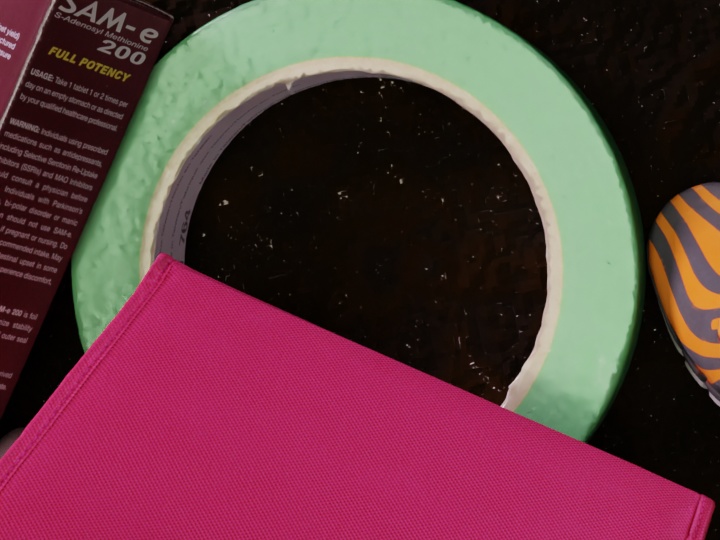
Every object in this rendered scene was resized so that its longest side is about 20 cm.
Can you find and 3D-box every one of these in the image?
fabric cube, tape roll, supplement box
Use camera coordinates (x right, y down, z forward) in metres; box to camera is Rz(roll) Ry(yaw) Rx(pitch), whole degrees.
[{"bbox_3d":[-0.030,0.150,0.797,0.199,0.196,0.200,24,127,8],"label":"fabric cube"},{"bbox_3d":[0.000,0.000,0.898,0.200,0.048,0.201,0,91,10],"label":"tape roll"},{"bbox_3d":[-0.156,-0.022,0.897,0.109,0.061,0.200,29,98,39],"label":"supplement box"}]

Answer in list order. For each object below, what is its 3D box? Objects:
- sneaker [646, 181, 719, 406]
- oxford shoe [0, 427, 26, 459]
[{"bbox_3d":[0.149,0.025,0.810,0.078,0.112,0.200,-42,54,3],"label":"sneaker"},{"bbox_3d":[-0.163,0.126,0.843,0.072,0.071,0.200,27,63,7],"label":"oxford shoe"}]
